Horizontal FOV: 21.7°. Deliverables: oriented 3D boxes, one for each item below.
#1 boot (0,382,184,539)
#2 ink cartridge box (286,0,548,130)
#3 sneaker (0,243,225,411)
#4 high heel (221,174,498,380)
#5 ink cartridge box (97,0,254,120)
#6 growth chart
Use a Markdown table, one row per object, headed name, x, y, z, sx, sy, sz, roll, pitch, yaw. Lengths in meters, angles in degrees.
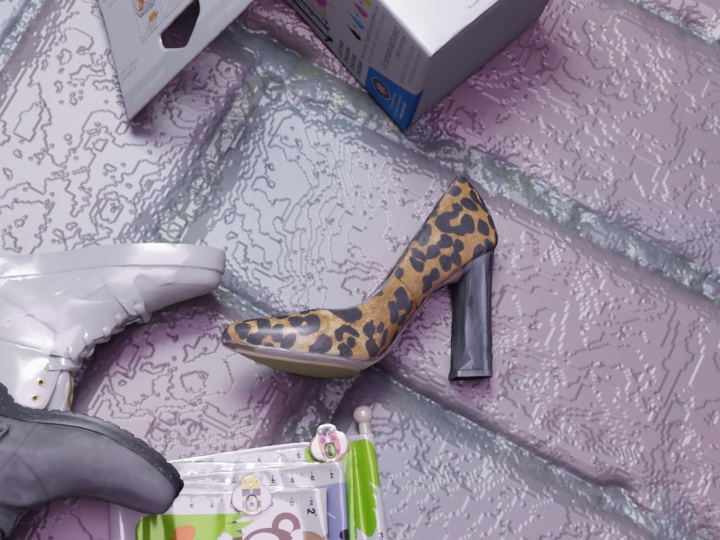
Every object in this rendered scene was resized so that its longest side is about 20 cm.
| name | x | y | z | sx | sy | sz | roll | pitch | yaw |
| --- | --- | --- | --- | --- | --- | --- | --- | --- | --- |
| boot | -0.219 | 0.148 | 1.174 | 0.199 | 0.070 | 0.132 | 22 | 56 | -11 |
| ink cartridge box | 0.024 | -0.235 | 1.309 | 0.145 | 0.147 | 0.200 | -40 | 82 | -15 |
| sneaker | -0.184 | 0.046 | 1.251 | 0.199 | 0.074 | 0.116 | -7 | 77 | 2 |
| high heel | 0.000 | 0.000 | 1.275 | 0.199 | 0.071 | 0.143 | 4 | 80 | -22 |
| ink cartridge box | -0.119 | -0.221 | 1.265 | 0.043 | 0.200 | 0.174 | -8 | 74 | -35 |
| growth chart | -0.074 | 0.180 | 1.250 | 0.199 | 0.018 | 0.145 | -12 | 75 | -7 |
